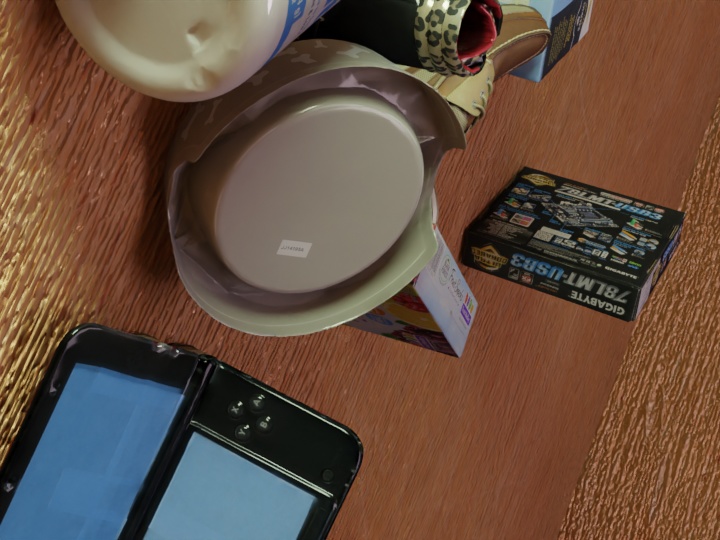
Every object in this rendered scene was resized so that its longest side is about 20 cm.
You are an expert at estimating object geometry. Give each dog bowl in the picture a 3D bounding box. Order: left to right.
[{"bbox_3d":[-0.033,-0.055,1.044,0.199,0.059,0.201,-15,132,-17],"label":"dog bowl"}]

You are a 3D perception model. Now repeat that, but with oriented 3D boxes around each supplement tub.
[{"bbox_3d":[-0.060,-0.184,0.870,0.200,0.131,0.133,-49,152,-50],"label":"supplement tub"}]

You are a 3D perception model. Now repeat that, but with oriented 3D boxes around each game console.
[{"bbox_3d":[-0.117,0.153,0.961,0.201,0.171,0.119,-64,172,4],"label":"game console"}]

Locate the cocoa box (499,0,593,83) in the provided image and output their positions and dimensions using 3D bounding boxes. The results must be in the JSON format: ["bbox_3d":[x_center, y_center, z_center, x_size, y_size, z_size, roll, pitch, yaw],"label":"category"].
[{"bbox_3d":[0.121,-0.276,1.330,0.131,0.133,0.201,-47,151,-52],"label":"cocoa box"}]

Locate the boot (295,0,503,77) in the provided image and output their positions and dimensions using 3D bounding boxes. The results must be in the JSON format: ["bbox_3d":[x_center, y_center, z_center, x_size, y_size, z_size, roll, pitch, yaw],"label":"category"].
[{"bbox_3d":[0.019,-0.159,1.100,0.203,0.153,0.074,27,82,-72],"label":"boot"}]

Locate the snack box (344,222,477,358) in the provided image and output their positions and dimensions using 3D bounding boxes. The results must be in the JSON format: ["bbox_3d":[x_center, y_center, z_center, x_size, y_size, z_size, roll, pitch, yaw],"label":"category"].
[{"bbox_3d":[0.000,0.000,1.224,0.200,0.141,0.053,55,55,-68],"label":"snack box"}]

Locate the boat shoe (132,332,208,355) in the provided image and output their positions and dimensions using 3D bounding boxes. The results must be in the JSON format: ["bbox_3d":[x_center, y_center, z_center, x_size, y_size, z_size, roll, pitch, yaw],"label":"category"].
[{"bbox_3d":[-0.118,0.083,1.069,0.200,0.067,0.073,6,102,-72],"label":"boat shoe"}]

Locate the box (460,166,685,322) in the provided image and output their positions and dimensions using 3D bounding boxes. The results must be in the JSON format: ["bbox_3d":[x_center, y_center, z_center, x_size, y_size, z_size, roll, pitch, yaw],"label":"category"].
[{"bbox_3d":[0.235,-0.034,1.823,0.199,0.199,0.050,-46,150,-56],"label":"box"}]

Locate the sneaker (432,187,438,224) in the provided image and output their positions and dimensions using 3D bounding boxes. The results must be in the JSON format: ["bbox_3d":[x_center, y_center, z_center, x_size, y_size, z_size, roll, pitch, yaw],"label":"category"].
[{"bbox_3d":[0.025,-0.082,1.364,0.090,0.067,0.202,-19,125,-60],"label":"sneaker"}]

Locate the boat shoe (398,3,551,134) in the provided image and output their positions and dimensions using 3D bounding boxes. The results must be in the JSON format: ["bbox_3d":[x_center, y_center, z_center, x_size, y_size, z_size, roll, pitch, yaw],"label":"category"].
[{"bbox_3d":[0.060,-0.131,1.245,0.199,0.074,0.076,-26,159,-19],"label":"boat shoe"}]
